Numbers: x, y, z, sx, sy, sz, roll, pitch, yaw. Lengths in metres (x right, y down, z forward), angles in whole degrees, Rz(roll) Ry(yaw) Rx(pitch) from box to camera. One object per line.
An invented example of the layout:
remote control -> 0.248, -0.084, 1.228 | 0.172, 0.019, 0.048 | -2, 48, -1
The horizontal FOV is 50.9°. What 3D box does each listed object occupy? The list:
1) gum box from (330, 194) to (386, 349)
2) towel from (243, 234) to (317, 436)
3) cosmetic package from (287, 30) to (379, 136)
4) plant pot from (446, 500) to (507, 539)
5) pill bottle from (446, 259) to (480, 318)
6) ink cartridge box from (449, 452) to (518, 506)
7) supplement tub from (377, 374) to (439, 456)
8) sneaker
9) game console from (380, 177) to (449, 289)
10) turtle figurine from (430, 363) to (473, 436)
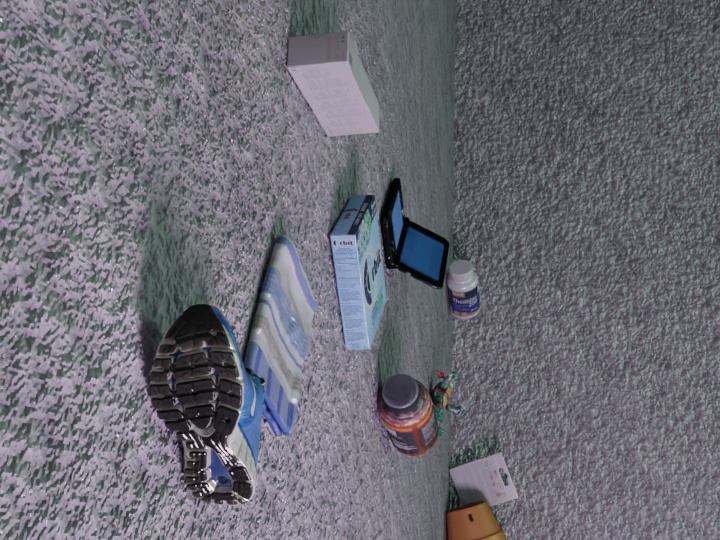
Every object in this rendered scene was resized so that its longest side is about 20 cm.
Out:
gum box -> 0.000, 0.000, 1.243 | 0.170, 0.044, 0.201 | -66, 153, -61
towel -> -0.090, 0.075, 0.889 | 0.147, 0.024, 0.201 | 73, 21, -48
cosmetic package -> -0.032, -0.253, 1.048 | 0.200, 0.082, 0.051 | 52, 36, -70
plant pot -> 0.365, 0.842, 2.478 | 0.200, 0.199, 0.141 | 40, 34, -73
pill bottle -> 0.365, 0.065, 2.684 | 0.111, 0.110, 0.201 | -77, 160, -48
ink cartridge box -> 0.420, 0.718, 2.570 | 0.050, 0.199, 0.163 | 10, 58, -68
supplement tub -> 0.094, 0.280, 1.487 | 0.200, 0.106, 0.107 | 72, 21, -53
sneaker -> -0.125, 0.106, 0.647 | 0.089, 0.078, 0.201 | -86, 176, -54
game console -> 0.120, -0.083, 1.619 | 0.200, 0.116, 0.177 | -73, 158, -55
turtle figurine -> 0.248, 0.367, 2.172 | 0.200, 0.100, 0.150 | -57, 131, -42
